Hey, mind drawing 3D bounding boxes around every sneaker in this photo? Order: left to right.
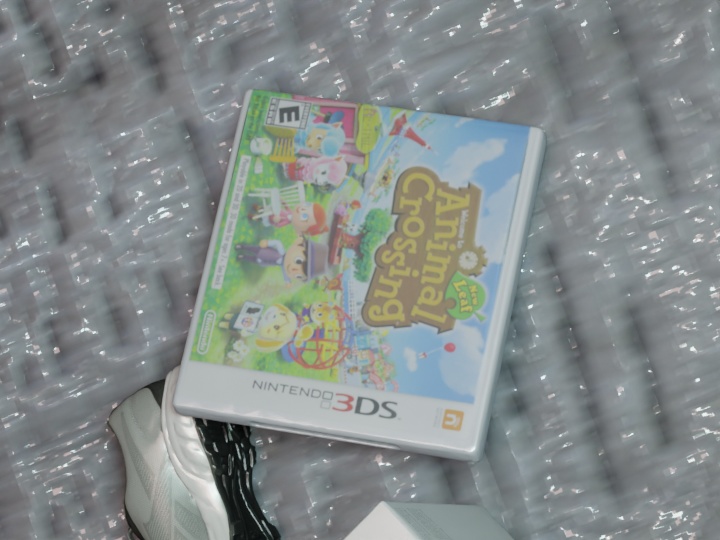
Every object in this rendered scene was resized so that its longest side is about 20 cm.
[{"bbox_3d":[-0.095,0.158,1.684,0.079,0.074,0.200,-22,73,24],"label":"sneaker"}]

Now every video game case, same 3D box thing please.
[{"bbox_3d":[0.000,0.000,1.653,0.182,0.022,0.200,8,73,13],"label":"video game case"}]

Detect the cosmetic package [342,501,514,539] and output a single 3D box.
[{"bbox_3d":[0.048,0.190,1.563,0.085,0.200,0.108,-46,72,8],"label":"cosmetic package"}]
